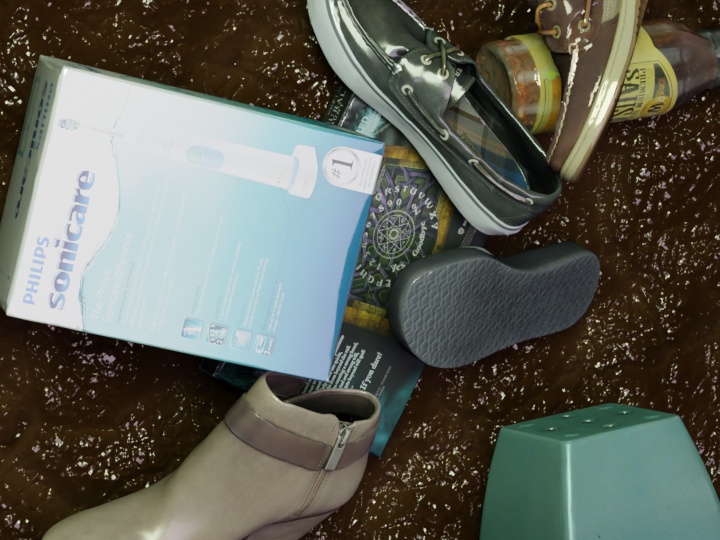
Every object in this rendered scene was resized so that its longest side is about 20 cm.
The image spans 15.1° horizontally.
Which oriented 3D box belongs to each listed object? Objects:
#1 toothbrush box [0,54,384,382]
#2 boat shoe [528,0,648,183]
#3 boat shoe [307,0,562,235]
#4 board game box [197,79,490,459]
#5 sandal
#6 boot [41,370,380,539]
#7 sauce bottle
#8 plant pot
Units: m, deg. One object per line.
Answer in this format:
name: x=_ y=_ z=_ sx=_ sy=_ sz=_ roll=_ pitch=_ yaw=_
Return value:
toothbrush box: x=-0.103 y=-0.030 z=1.579 sx=0.198 sy=0.085 sz=0.148 roll=11 pitch=95 yaw=-19
boat shoe: x=0.135 y=-0.155 z=1.651 sx=0.071 sy=0.072 sz=0.202 roll=16 pitch=84 yaw=4
boat shoe: x=0.049 y=-0.110 z=1.649 sx=0.200 sy=0.056 sz=0.069 roll=50 pitch=49 yaw=-13
board game box: x=0.000 y=0.000 z=1.687 sx=0.135 sy=0.028 sz=0.201 roll=28 pitch=88 yaw=-28
sandal: x=0.076 y=0.016 z=1.697 sx=0.199 sy=0.043 sz=0.077 roll=-3 pitch=117 yaw=-53
boot: x=-0.083 y=0.122 z=1.616 sx=0.199 sy=0.070 sz=0.147 roll=-1 pitch=134 yaw=-44
sauce bottle: x=0.170 y=-0.128 z=1.726 sx=0.199 sy=0.066 sz=0.067 roll=-11 pitch=105 yaw=-23
plant pot: x=0.159 y=0.195 z=1.749 sx=0.140 sy=0.141 sz=0.202 roll=-11 pitch=98 yaw=-25
